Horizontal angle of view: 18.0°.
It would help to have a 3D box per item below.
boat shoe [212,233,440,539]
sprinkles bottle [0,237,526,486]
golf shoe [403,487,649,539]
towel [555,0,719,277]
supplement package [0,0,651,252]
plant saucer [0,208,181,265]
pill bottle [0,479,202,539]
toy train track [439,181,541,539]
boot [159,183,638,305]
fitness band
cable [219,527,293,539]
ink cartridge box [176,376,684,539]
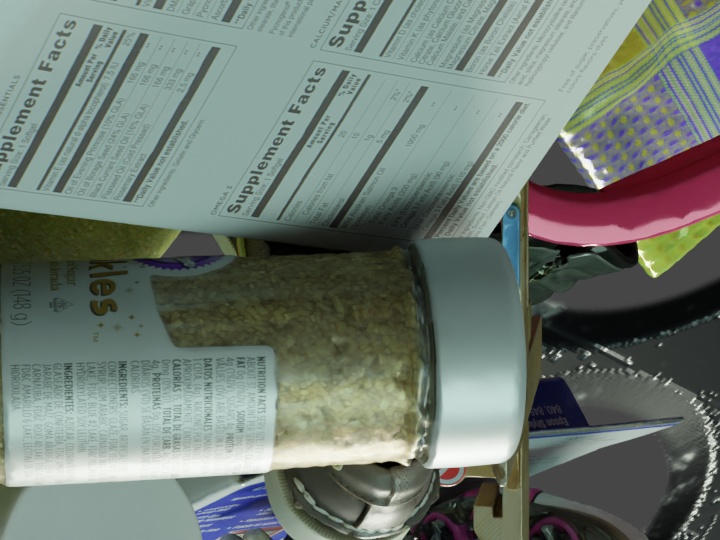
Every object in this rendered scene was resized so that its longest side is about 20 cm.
[{"bbox_3d":[-0.011,-0.007,0.761,0.072,0.200,0.060,0,153,-19],"label":"boat shoe"},{"bbox_3d":[-0.054,0.028,0.665,0.199,0.068,0.068,-3,138,-8],"label":"sprinkles bottle"},{"bbox_3d":[0.059,0.120,0.924,0.092,0.073,0.200,-14,179,-35],"label":"golf shoe"},{"bbox_3d":[0.141,-0.083,0.903,0.143,0.023,0.200,-31,141,5],"label":"towel"},{"bbox_3d":[-0.039,-0.113,0.666,0.200,0.152,0.151,7,131,-34],"label":"supplement package"},{"bbox_3d":[-0.167,0.003,0.744,0.199,0.048,0.200,2,161,-30],"label":"plant saucer"},{"bbox_3d":[-0.146,0.103,0.810,0.111,0.111,0.200,14,167,-39],"label":"pill bottle"},{"bbox_3d":[0.040,0.001,0.765,0.032,0.115,0.201,2,105,10],"label":"toy train track"},{"bbox_3d":[0.000,0.000,0.861,0.200,0.068,0.131,-2,155,-38],"label":"boot"},{"bbox_3d":[0.111,-0.093,0.812,0.200,0.037,0.144,-26,105,-1],"label":"fitness band"},{"bbox_3d":[0.027,0.157,0.856,0.050,0.200,0.097,-49,-166,-26],"label":"cable"},{"bbox_3d":[-0.011,0.076,0.899,0.197,0.047,0.200,0,158,-44],"label":"ink cartridge box"}]
